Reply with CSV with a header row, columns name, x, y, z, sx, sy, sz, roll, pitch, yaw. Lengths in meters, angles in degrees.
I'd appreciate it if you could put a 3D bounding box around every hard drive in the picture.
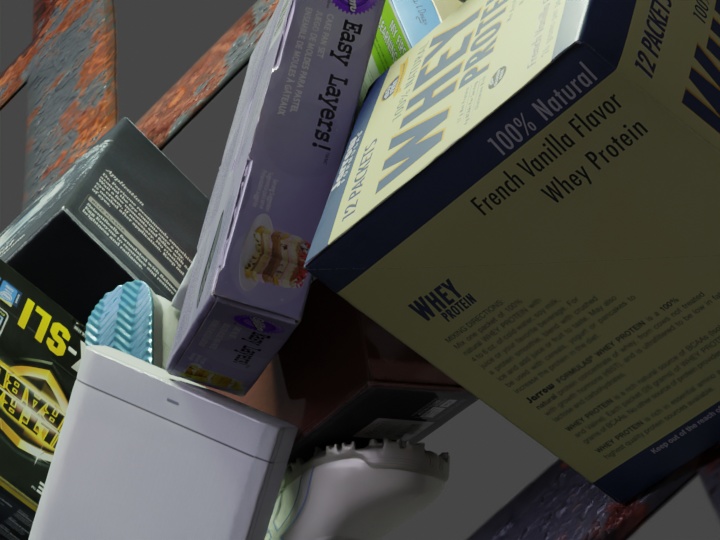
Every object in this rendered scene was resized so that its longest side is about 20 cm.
name,x,y,z,sx,sy,sz,roll,pitch,yaw
hard drive,-0.119,0.156,1.467,0.132,0.027,0.200,21,98,29

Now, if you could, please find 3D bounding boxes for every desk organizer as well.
name,x,y,z,sx,sy,sz,roll,pitch,yaw
desk organizer,-0.021,0.068,1.485,0.200,0.072,0.077,-40,52,49

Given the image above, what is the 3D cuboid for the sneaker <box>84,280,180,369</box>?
name,x,y,z,sx,sy,sz,roll,pitch,yaw
sneaker,-0.127,0.108,1.717,0.076,0.081,0.200,-17,57,34

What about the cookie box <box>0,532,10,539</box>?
name,x,y,z,sx,sy,sz,roll,pitch,yaw
cookie box,-0.261,0.227,1.770,0.171,0.075,0.200,-39,22,25

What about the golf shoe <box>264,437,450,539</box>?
name,x,y,z,sx,sy,sz,roll,pitch,yaw
golf shoe,-0.027,0.157,1.465,0.200,0.078,0.097,-31,54,36

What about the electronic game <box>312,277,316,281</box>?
name,x,y,z,sx,sy,sz,roll,pitch,yaw
electronic game,0.000,0.000,1.578,0.200,0.042,0.200,-176,90,-66

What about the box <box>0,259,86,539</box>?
name,x,y,z,sx,sy,sz,roll,pitch,yaw
box,-0.216,0.089,1.746,0.049,0.200,0.160,-37,23,33

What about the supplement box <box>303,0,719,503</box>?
name,x,y,z,sx,sy,sz,roll,pitch,yaw
supplement box,0.120,-0.035,1.264,0.200,0.200,0.134,-39,22,39

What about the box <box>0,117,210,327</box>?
name,x,y,z,sx,sy,sz,roll,pitch,yaw
box,-0.210,0.022,1.926,0.197,0.117,0.200,-41,10,20

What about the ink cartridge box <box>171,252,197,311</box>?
name,x,y,z,sx,sy,sz,roll,pitch,yaw
ink cartridge box,-0.055,-0.065,1.797,0.160,0.047,0.200,-62,4,19

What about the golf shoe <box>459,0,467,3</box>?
name,x,y,z,sx,sy,sz,roll,pitch,yaw
golf shoe,0.107,-0.134,1.311,0.092,0.200,0.075,-6,-68,-66

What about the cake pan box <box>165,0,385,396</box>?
name,x,y,z,sx,sy,sz,roll,pitch,yaw
cake pan box,-0.043,-0.050,1.404,0.184,0.052,0.200,132,154,-70

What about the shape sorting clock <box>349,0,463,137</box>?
name,x,y,z,sx,sy,sz,roll,pitch,yaw
shape sorting clock,0.020,-0.087,1.467,0.200,0.039,0.200,-176,90,-70
